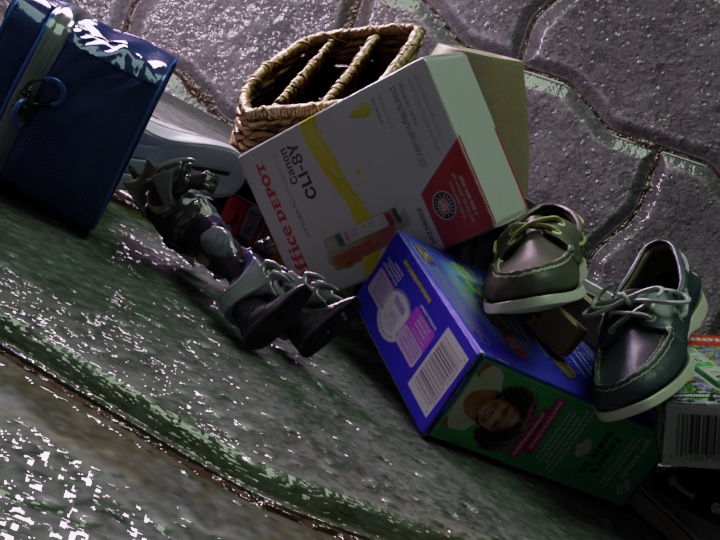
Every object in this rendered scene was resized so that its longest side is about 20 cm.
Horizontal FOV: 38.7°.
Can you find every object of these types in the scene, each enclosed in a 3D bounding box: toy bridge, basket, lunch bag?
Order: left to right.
[{"bbox_3d":[-0.222,-0.123,0.748,0.132,0.136,0.200,26,8,-13],"label":"lunch bag"},{"bbox_3d":[-0.041,-0.176,1.015,0.142,0.149,0.200,27,41,4],"label":"basket"},{"bbox_3d":[0.182,0.039,0.813,0.067,0.027,0.200,44,20,29],"label":"toy bridge"}]

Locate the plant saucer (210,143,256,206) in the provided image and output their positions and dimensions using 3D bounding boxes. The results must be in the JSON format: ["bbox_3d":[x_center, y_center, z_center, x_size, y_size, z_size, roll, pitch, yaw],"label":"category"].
[{"bbox_3d":[-0.091,-0.111,1.185,0.200,0.200,0.035,15,59,-63],"label":"plant saucer"}]

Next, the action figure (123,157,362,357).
[{"bbox_3d":[-0.094,-0.016,0.722,0.200,0.069,0.130,40,0,36],"label":"action figure"}]

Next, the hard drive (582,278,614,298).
[{"bbox_3d":[0.174,0.058,1.005,0.200,0.132,0.026,31,6,24],"label":"hard drive"}]

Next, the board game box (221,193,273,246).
[{"bbox_3d":[-0.103,-0.043,1.063,0.158,0.039,0.200,29,-1,44],"label":"board game box"}]

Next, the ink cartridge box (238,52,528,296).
[{"bbox_3d":[0.016,-0.072,0.857,0.083,0.200,0.146,-26,93,-58],"label":"ink cartridge box"}]

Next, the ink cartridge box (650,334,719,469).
[{"bbox_3d":[0.265,0.079,0.741,0.109,0.051,0.200,2,17,11],"label":"ink cartridge box"}]

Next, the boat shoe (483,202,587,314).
[{"bbox_3d":[0.127,-0.010,0.740,0.072,0.060,0.202,-6,7,17],"label":"boat shoe"}]

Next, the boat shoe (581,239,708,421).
[{"bbox_3d":[0.197,0.035,0.709,0.200,0.075,0.062,-39,109,-51],"label":"boat shoe"}]

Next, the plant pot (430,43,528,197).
[{"bbox_3d":[0.107,-0.138,1.114,0.187,0.201,0.187,11,14,-3],"label":"plant pot"}]

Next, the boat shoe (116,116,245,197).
[{"bbox_3d":[-0.204,-0.105,0.923,0.200,0.074,0.067,16,7,-29],"label":"boat shoe"}]

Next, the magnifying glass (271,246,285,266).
[{"bbox_3d":[0.000,0.000,1.042,0.200,0.080,0.022,10,15,-37],"label":"magnifying glass"}]

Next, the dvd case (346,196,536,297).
[{"bbox_3d":[0.067,-0.013,0.940,0.150,0.200,0.025,30,43,20],"label":"dvd case"}]

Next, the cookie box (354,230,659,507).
[{"bbox_3d":[0.113,0.073,0.769,0.200,0.075,0.171,24,20,-30],"label":"cookie box"}]

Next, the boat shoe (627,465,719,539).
[{"bbox_3d":[0.259,0.160,0.752,0.075,0.093,0.200,26,7,-16],"label":"boat shoe"}]
